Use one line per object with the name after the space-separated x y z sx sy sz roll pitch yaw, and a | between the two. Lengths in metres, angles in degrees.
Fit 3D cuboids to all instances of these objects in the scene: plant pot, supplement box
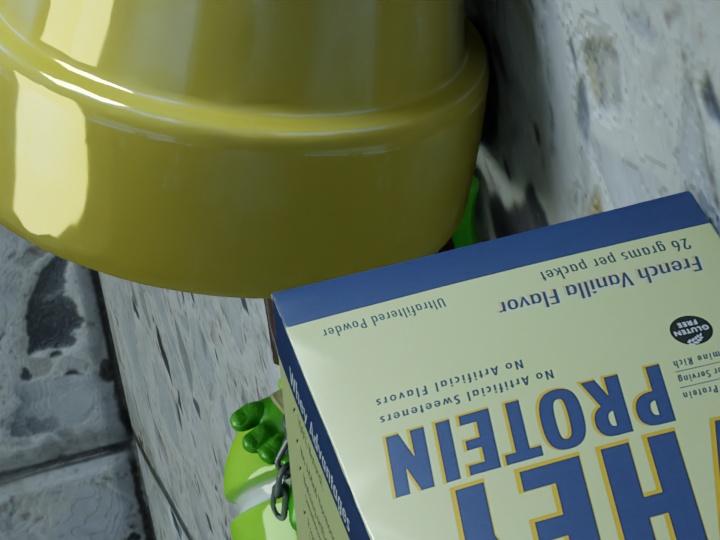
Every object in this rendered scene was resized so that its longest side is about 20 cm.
-0.044 -0.120 0.869 0.201 0.199 0.190 -120 34 -56 | plant pot
0.069 0.126 0.696 0.201 0.133 0.201 -115 16 -47 | supplement box

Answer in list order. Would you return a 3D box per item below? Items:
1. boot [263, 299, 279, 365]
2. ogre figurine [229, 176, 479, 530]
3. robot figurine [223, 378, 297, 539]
-0.030 -0.007 1.210 0.187 0.064 0.201 -90 -2 -54 | boot
0.000 0.000 1.004 0.098 0.200 0.121 24 131 17 | ogre figurine
0.005 0.135 1.089 0.175 0.115 0.202 -31 69 52 | robot figurine
